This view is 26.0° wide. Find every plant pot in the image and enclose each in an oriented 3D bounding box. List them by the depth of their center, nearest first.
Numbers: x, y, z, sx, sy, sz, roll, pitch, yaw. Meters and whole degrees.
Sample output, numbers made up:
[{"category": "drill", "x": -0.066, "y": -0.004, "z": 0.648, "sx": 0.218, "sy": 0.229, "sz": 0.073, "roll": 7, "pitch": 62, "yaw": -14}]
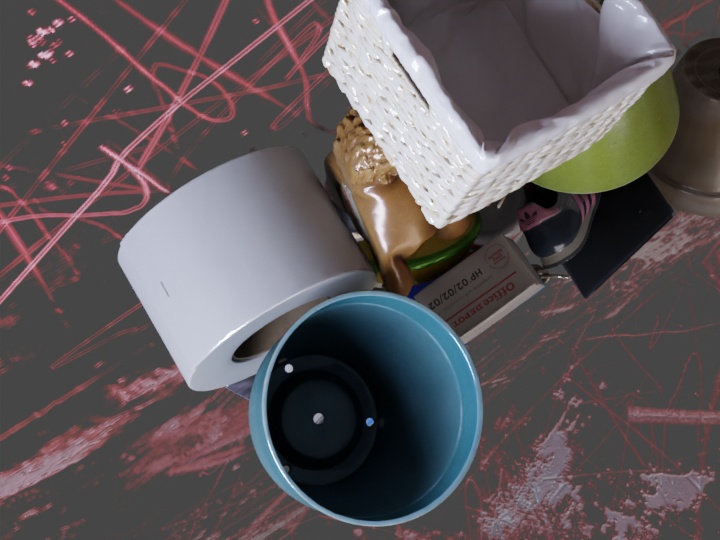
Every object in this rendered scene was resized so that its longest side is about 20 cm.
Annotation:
[{"category": "plant pot", "x": -0.014, "y": 0.131, "z": 1.416, "sx": 0.200, "sy": 0.201, "sz": 0.188, "roll": -29, "pitch": 180, "yaw": -19}, {"category": "plant pot", "x": 0.204, "y": -0.203, "z": 1.459, "sx": 0.187, "sy": 0.187, "sz": 0.200, "roll": -33, "pitch": 151, "yaw": -7}, {"category": "plant pot", "x": 0.460, "y": -0.199, "z": 2.020, "sx": 0.199, "sy": 0.200, "sz": 0.174, "roll": -29, "pitch": 149, "yaw": -22}]

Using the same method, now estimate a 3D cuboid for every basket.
[{"category": "basket", "x": 0.103, "y": -0.174, "z": 1.240, "sx": 0.200, "sy": 0.199, "sz": 0.161, "roll": -30, "pitch": 169, "yaw": -20}]

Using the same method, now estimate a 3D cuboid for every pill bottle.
[{"category": "pill bottle", "x": 0.135, "y": -0.055, "z": 1.853, "sx": 0.116, "sy": 0.116, "sz": 0.200, "roll": -31, "pitch": 166, "yaw": -12}]

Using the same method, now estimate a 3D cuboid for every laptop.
[{"category": "laptop", "x": 0.298, "y": -0.110, "z": 1.874, "sx": 0.187, "sy": 0.116, "sz": 0.200, "roll": -49, "pitch": -170, "yaw": 47}]

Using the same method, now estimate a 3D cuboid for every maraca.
[{"category": "maraca", "x": 0.029, "y": -0.036, "z": 1.639, "sx": 0.199, "sy": 0.137, "sz": 0.107, "roll": -13, "pitch": 120, "yaw": -1}]

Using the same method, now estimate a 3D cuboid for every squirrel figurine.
[{"category": "squirrel figurine", "x": 0.071, "y": -0.108, "z": 1.406, "sx": 0.186, "sy": 0.142, "sz": 0.200, "roll": -25, "pitch": 141, "yaw": -9}]

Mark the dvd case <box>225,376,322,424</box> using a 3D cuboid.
[{"category": "dvd case", "x": -0.059, "y": 0.107, "z": 1.817, "sx": 0.149, "sy": 0.016, "sz": 0.200, "roll": -48, "pitch": 147, "yaw": 4}]

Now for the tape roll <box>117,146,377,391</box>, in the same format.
[{"category": "tape roll", "x": -0.103, "y": -0.001, "z": 1.429, "sx": 0.202, "sy": 0.140, "sz": 0.203, "roll": -29, "pitch": 166, "yaw": -8}]

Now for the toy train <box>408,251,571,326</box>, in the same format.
[{"category": "toy train", "x": 0.148, "y": 0.026, "z": 1.798, "sx": 0.199, "sy": 0.085, "sz": 0.116, "roll": -4, "pitch": 172, "yaw": 12}]

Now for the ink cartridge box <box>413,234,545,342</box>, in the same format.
[{"category": "ink cartridge box", "x": 0.126, "y": 0.022, "z": 1.638, "sx": 0.115, "sy": 0.068, "sz": 0.200, "roll": -36, "pitch": 174, "yaw": 7}]

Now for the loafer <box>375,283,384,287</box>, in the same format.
[{"category": "loafer", "x": 0.000, "y": 0.000, "z": 1.820, "sx": 0.200, "sy": 0.068, "sz": 0.076, "roll": -36, "pitch": 165, "yaw": 4}]

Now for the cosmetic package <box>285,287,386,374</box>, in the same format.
[{"category": "cosmetic package", "x": -0.068, "y": 0.059, "z": 1.622, "sx": 0.199, "sy": 0.085, "sz": 0.107, "roll": 4, "pitch": -167, "yaw": 45}]

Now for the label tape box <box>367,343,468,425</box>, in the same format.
[{"category": "label tape box", "x": 0.022, "y": 0.100, "z": 2.042, "sx": 0.200, "sy": 0.144, "sz": 0.066, "roll": -41, "pitch": 165, "yaw": 24}]

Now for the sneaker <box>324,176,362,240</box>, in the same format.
[{"category": "sneaker", "x": 0.046, "y": -0.107, "z": 1.559, "sx": 0.200, "sy": 0.070, "sz": 0.082, "roll": -36, "pitch": 148, "yaw": -24}]

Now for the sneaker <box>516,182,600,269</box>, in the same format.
[{"category": "sneaker", "x": 0.219, "y": -0.085, "z": 1.742, "sx": 0.070, "sy": 0.082, "sz": 0.200, "roll": -29, "pitch": -160, "yaw": 25}]
